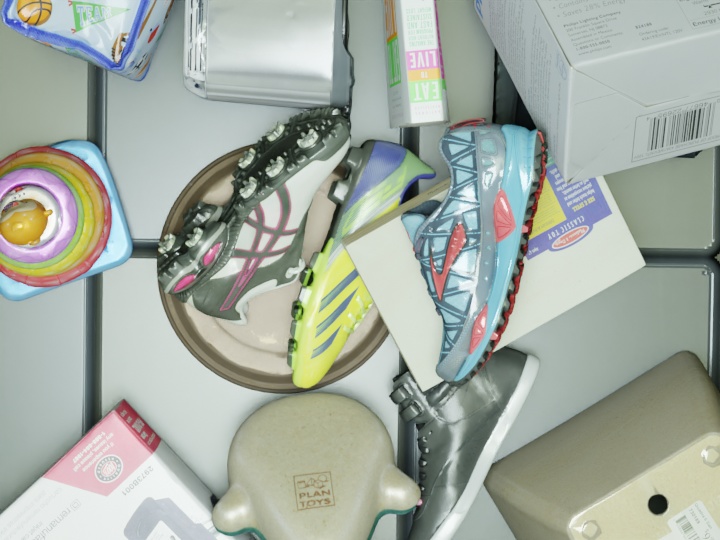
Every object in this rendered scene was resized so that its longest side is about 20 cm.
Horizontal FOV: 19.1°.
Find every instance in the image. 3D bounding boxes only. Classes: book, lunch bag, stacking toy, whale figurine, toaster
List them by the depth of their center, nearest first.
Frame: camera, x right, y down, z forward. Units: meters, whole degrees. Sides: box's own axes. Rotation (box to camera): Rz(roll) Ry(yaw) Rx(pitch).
[{"bbox_3d":[-0.242,-0.038,1.582,0.116,0.200,0.110,-19,93,0],"label":"stacking toy"},{"bbox_3d":[-0.185,-0.255,1.593,0.123,0.170,0.201,22,93,-4],"label":"lunch bag"},{"bbox_3d":[-0.032,0.189,1.615,0.158,0.201,0.104,-8,137,-4],"label":"whale figurine"},{"bbox_3d":[0.040,-0.211,1.618,0.048,0.134,0.201,-5,92,-1],"label":"book"},{"bbox_3d":[-0.066,-0.198,1.628,0.128,0.114,0.201,2,96,2],"label":"toaster"}]

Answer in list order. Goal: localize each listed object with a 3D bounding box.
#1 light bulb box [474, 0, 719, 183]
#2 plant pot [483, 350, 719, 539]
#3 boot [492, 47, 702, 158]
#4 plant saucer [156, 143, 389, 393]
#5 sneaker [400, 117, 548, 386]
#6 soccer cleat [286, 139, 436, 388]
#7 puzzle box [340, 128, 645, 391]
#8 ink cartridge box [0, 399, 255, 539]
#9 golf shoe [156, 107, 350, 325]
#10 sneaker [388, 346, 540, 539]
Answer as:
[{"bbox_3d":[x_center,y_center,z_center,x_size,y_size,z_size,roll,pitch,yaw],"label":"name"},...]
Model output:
[{"bbox_3d":[0.206,-0.195,1.569,0.197,0.125,0.200,-14,51,-10],"label":"light bulb box"},{"bbox_3d":[0.231,0.201,1.619,0.199,0.177,0.200,-31,93,0],"label":"plant pot"},{"bbox_3d":[0.185,-0.096,1.655,0.167,0.076,0.201,3,86,2],"label":"boot"},{"bbox_3d":[-0.061,-0.002,1.676,0.199,0.029,0.201,0,92,-1],"label":"plant saucer"},{"bbox_3d":[0.074,-0.016,1.563,0.095,0.079,0.201,15,104,9],"label":"sneaker"},{"bbox_3d":[0.000,0.000,1.632,0.083,0.065,0.201,19,91,-7],"label":"soccer cleat"},{"bbox_3d":[0.101,-0.013,1.609,0.199,0.025,0.133,-29,107,-3],"label":"puzzle box"},{"bbox_3d":[-0.171,0.224,1.652,0.145,0.084,0.200,-43,93,1],"label":"ink cartridge box"},{"bbox_3d":[-0.066,-0.042,1.612,0.088,0.077,0.200,37,117,-22],"label":"golf shoe"},{"bbox_3d":[0.054,0.137,1.667,0.099,0.071,0.201,27,85,-1],"label":"sneaker"}]
